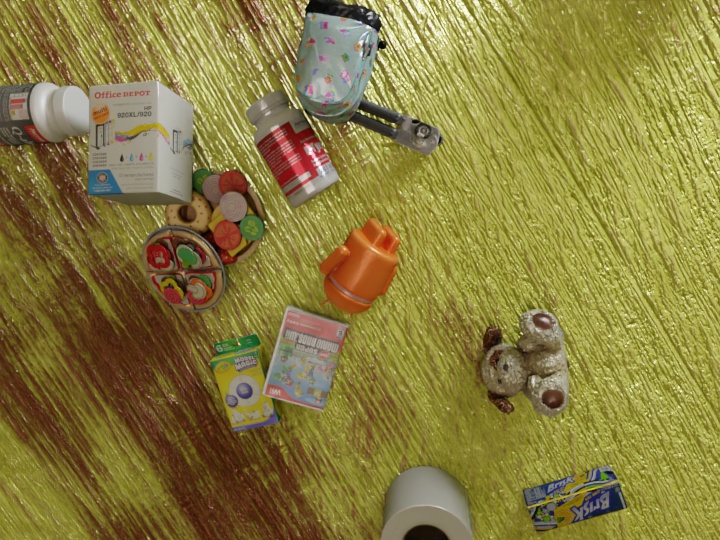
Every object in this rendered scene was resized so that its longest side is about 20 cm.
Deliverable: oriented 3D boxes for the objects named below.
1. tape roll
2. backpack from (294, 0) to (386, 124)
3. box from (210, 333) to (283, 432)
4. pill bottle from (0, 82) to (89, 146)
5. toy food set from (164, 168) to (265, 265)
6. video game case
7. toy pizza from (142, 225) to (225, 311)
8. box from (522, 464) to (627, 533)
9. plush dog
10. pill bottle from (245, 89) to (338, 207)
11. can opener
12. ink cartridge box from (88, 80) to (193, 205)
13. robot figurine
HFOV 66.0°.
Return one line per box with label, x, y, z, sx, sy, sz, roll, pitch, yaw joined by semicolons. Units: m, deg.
tape roll;0.144;0.555;1.203;0.197;0.139;0.208;2;103;7
backpack;-0.052;-0.376;1.006;0.163;0.126;0.205;13;90;10
box;-0.255;0.249;1.234;0.115;0.048;0.205;-14;99;10
pill bottle;-0.659;-0.316;1.120;0.195;0.116;0.119;-2;103;8
toy food set;-0.294;-0.110;1.153;0.197;0.049;0.201;-37;95;14
video game case;-0.119;0.191;1.193;0.140;0.017;0.204;16;99;-8
toy pizza;-0.379;0.003;1.174;0.195;0.032;0.205;7;118;13
box;0.455;0.488;1.184;0.196;0.064;0.071;-22;99;13
plush dog;0.325;0.192;1.113;0.168;0.160;0.205;-11;74;24
pill bottle;-0.134;-0.235;1.069;0.111;0.112;0.203;-29;98;13
can opener;0.065;-0.279;1.069;0.197;0.067;0.054;27;106;15
ink cartridge box;-0.420;-0.238;1.068;0.143;0.145;0.206;-1;88;8
robot figurine;-0.002;-0.001;1.104;0.116;0.143;0.202;36;106;16
